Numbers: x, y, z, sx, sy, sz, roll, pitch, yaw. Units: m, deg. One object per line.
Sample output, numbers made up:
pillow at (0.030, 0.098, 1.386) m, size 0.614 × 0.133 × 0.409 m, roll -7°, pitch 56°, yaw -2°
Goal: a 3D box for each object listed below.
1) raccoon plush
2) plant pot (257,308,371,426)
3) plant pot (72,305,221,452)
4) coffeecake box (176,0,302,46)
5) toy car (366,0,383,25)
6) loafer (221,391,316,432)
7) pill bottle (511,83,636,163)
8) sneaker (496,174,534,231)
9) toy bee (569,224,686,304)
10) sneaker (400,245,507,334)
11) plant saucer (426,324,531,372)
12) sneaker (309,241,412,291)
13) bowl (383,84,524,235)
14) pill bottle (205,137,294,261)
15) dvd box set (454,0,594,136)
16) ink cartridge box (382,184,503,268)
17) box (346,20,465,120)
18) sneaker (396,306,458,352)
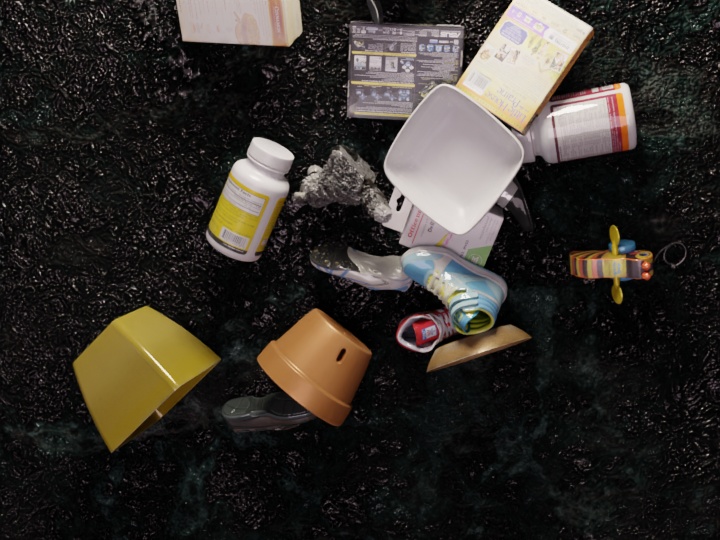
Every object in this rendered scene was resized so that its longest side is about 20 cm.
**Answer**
raccoon plush at (-0.041, -0.124, 1.646) m, size 0.096 × 0.201 × 0.134 m, roll 30°, pitch 115°, yaw -38°
plant pot at (-0.072, 0.166, 1.739) m, size 0.199 × 0.200 × 0.141 m, roll 38°, pitch 91°, yaw -5°
plant pot at (-0.417, 0.186, 1.789) m, size 0.200 × 0.200 × 0.177 m, roll -42°, pitch 87°, yaw 18°
coffeecake box at (-0.205, -0.462, 1.573) m, size 0.196 × 0.073 × 0.156 m, roll 7°, pitch 125°, yaw 15°
toy car at (0.033, -0.495, 1.509) m, size 0.155 × 0.164 × 0.204 m, roll 1°, pitch 103°, yaw 8°
loafer at (-0.171, 0.281, 1.851) m, size 0.196 × 0.072 × 0.064 m, roll -4°, pitch 127°, yaw 16°
pill bottle at (0.354, -0.240, 1.581) m, size 0.196 × 0.110 × 0.112 m, roll -9°, pitch 106°, yaw 14°
sneaker at (0.235, -0.149, 1.651) m, size 0.088 × 0.074 × 0.202 m, roll -28°, pitch 92°, yaw 15°
toy bee at (0.462, -0.018, 1.640) m, size 0.198 × 0.109 × 0.132 m, roll -26°, pitch 101°, yaw 15°
sneaker at (0.153, 0.037, 1.626) m, size 0.197 × 0.131 × 0.080 m, roll 19°, pitch 131°, yaw 3°
plant saucer at (0.206, 0.135, 1.689) m, size 0.197 × 0.200 × 0.036 m, roll -20°, pitch 81°, yaw 13°
sneaker at (0.000, 0.000, 1.733) m, size 0.196 × 0.073 × 0.073 m, roll 13°, pitch 139°, yaw 11°
bowl at (0.159, -0.187, 1.579) m, size 0.199 × 0.075 × 0.201 m, roll 40°, pitch 113°, yaw 7°
pill bottle at (-0.192, -0.128, 1.692) m, size 0.110 × 0.111 × 0.202 m, roll 26°, pitch 109°, yaw -1°
dvd box set at (0.267, -0.343, 1.552) m, size 0.146 × 0.029 × 0.202 m, roll 36°, pitch 96°, yaw 22°
ink cartridge box at (0.142, -0.086, 1.683) m, size 0.197 × 0.067 × 0.119 m, roll 21°, pitch 110°, yaw 1°
box at (0.077, -0.340, 1.622) m, size 0.196 × 0.049 × 0.164 m, roll 3°, pitch 106°, yaw 6°
sneaker at (0.156, 0.094, 1.711) m, size 0.197 × 0.112 × 0.072 m, roll -20°, pitch 92°, yaw 13°
